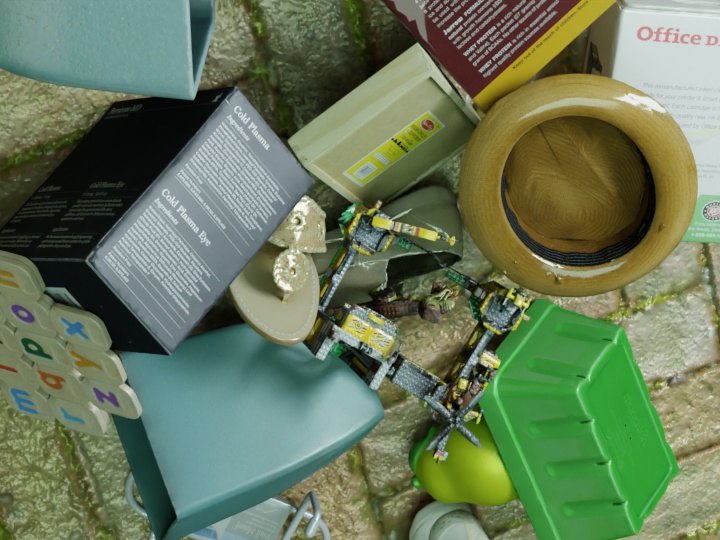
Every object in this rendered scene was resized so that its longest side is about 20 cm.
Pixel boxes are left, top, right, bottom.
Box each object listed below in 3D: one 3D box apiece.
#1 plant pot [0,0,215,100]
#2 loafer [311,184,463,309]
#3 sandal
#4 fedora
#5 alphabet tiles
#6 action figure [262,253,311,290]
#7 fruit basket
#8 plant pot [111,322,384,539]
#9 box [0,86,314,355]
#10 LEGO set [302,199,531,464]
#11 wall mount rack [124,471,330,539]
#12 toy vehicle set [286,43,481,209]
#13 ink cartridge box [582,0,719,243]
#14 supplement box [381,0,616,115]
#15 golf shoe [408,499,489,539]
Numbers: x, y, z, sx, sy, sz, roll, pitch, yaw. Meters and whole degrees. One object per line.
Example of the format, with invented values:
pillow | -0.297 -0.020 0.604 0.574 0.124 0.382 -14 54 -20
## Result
plant pot | -0.217 -0.247 1.522 0.198 0.197 0.197 -1 115 2
loafer | 0.000 0.000 1.713 0.199 0.069 0.076 -30 154 4
sandal | -0.062 -0.044 1.612 0.077 0.213 0.070 11 134 -13
fedora | 0.169 -0.077 1.621 0.199 0.082 0.202 -1 121 -2
alphabet tiles | -0.262 0.052 1.593 0.195 0.015 0.201 13 142 27
action figure | -0.131 0.005 1.665 0.199 0.099 0.066 -19 84 12
fruit basket | 0.149 0.145 1.797 0.215 0.156 0.217 22 136 23
plant pot | -0.092 0.119 1.704 0.199 0.141 0.142 -18 78 -16
box | -0.167 -0.038 1.575 0.104 0.200 0.182 49 66 -25
LEGO set | 0.045 0.043 1.629 0.200 0.116 0.154 39 90 -17
wall mount rack | -0.127 0.254 1.815 0.199 0.075 0.174 23 108 -17
toy vehicle set | 0.026 -0.107 1.628 0.124 0.200 0.027 -36 73 7
ink cartridge box | 0.258 -0.132 1.698 0.144 0.088 0.201 2 115 -10
supplement box | 0.095 -0.273 1.584 0.197 0.133 0.200 -42 114 10
golf shoe | 0.083 0.308 1.858 0.075 0.091 0.201 -13 118 -27
